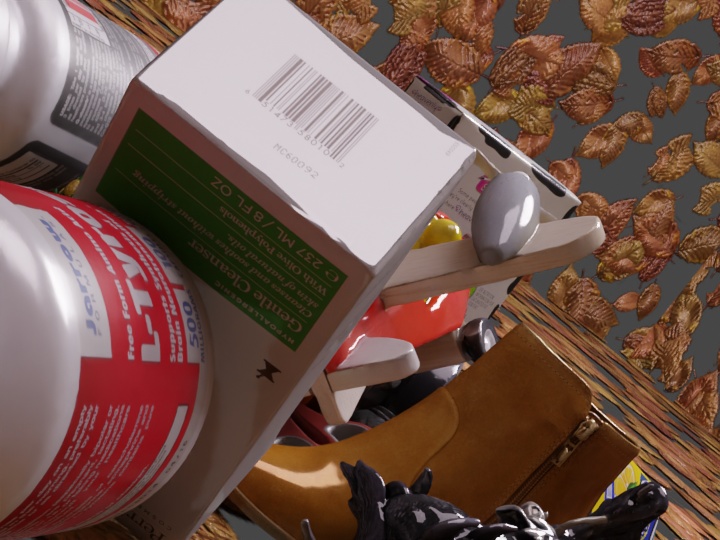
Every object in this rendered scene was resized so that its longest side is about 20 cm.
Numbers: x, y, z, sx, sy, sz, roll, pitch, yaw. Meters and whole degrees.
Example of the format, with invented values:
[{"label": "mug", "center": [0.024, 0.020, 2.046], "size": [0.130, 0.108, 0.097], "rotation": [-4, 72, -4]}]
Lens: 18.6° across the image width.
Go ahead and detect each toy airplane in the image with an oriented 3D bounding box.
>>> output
[{"label": "toy airplane", "center": [0.000, 0.000, 1.136], "size": [0.199, 0.199, 0.142], "rotation": [173, -94, -69]}]

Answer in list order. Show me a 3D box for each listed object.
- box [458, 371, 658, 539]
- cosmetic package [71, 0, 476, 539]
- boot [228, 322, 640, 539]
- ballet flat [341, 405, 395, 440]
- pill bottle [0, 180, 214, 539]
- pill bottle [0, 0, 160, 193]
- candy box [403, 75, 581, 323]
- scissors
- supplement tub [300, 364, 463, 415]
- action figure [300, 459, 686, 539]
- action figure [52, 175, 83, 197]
[{"label": "box", "center": [0.117, 0.128, 1.323], "size": [0.070, 0.065, 0.200], "rotation": [5, -21, 28]}, {"label": "cosmetic package", "center": [-0.055, 0.004, 0.806], "size": [0.107, 0.200, 0.085], "rotation": [37, 45, 4]}, {"label": "boot", "center": [0.028, 0.078, 1.021], "size": [0.201, 0.144, 0.071], "rotation": [35, 6, -31]}, {"label": "ballet flat", "center": [0.045, 0.151, 1.119], "size": [0.200, 0.057, 0.067], "rotation": [47, -18, 27]}, {"label": "pill bottle", "center": [-0.122, 0.027, 0.654], "size": [0.112, 0.112, 0.200], "rotation": [39, 6, 12]}, {"label": "pill bottle", "center": [-0.191, -0.103, 1.215], "size": [0.116, 0.116, 0.200], "rotation": [41, 6, 26]}, {"label": "candy box", "center": [0.029, -0.006, 1.404], "size": [0.136, 0.200, 0.061], "rotation": [33, 8, -44]}, {"label": "scissors", "center": [-0.036, 0.075, 1.147], "size": [0.073, 0.014, 0.200], "rotation": [-5, 16, -13]}, {"label": "supplement tub", "center": [-0.036, 0.016, 1.290], "size": [0.200, 0.107, 0.107], "rotation": [40, 6, 2]}, {"label": "action figure", "center": [0.052, 0.141, 0.945], "size": [0.199, 0.102, 0.119], "rotation": [1, 37, -35]}, {"label": "action figure", "center": [-0.099, -0.055, 1.182], "size": [0.055, 0.199, 0.118], "rotation": [64, -24, 2]}]
